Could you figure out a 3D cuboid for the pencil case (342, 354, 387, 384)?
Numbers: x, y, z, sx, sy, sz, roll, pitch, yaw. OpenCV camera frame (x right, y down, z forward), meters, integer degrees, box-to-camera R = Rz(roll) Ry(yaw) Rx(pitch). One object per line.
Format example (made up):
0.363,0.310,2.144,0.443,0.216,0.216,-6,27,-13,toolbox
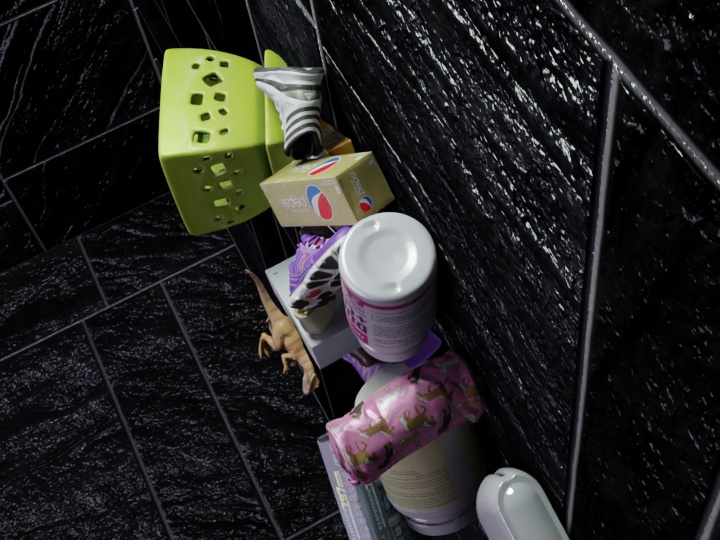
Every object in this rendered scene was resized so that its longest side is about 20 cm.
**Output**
0.024,0.153,1.854,0.085,0.085,0.200,64,173,-27,pencil case

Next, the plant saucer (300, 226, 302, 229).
-0.038,-0.006,1.863,0.202,0.050,0.200,64,175,10,plant saucer

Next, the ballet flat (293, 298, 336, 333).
-0.051,-0.015,1.587,0.070,0.068,0.203,95,-173,-73,ballet flat

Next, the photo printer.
0.203,0.329,1.354,0.202,0.069,0.167,62,171,12,photo printer

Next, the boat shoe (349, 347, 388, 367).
0.020,0.114,1.739,0.072,0.072,0.200,51,-174,5,boat shoe

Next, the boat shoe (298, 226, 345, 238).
0.000,0.000,1.528,0.200,0.064,0.071,45,180,17,boat shoe

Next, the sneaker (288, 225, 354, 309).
-0.052,-0.015,1.451,0.200,0.080,0.085,-38,62,57,sneaker

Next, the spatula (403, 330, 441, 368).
0.071,0.096,1.576,0.021,0.056,0.200,47,179,-8,spatula

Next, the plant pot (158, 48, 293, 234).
-0.179,-0.191,1.663,0.201,0.178,0.202,81,-175,-58,plant pot

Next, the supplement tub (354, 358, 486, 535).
0.086,0.236,1.532,0.145,0.143,0.202,48,161,60,supplement tub

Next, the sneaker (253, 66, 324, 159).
-0.097,-0.205,1.500,0.200,0.074,0.117,-151,61,-71,sneaker

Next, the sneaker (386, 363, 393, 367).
0.085,0.209,1.757,0.201,0.071,0.073,65,-155,-45,sneaker

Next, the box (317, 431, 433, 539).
0.027,0.303,1.609,0.157,0.050,0.203,-18,-91,-59,box

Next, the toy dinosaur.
-0.113,0.079,1.639,0.202,0.060,0.106,59,149,-8,toy dinosaur

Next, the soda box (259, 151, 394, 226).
-0.046,-0.099,1.440,0.199,0.064,0.068,2,124,58,soda box

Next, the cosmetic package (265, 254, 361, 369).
-0.036,0.035,1.671,0.201,0.149,0.052,54,167,49,cosmetic package

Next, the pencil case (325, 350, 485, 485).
0.055,0.178,1.383,0.087,0.198,0.084,46,162,56,pencil case

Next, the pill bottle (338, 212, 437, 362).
0.035,0.027,1.362,0.114,0.112,0.201,60,170,25,pill bottle

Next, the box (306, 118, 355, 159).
-0.036,-0.139,1.567,0.200,0.041,0.120,-129,16,-64,box
